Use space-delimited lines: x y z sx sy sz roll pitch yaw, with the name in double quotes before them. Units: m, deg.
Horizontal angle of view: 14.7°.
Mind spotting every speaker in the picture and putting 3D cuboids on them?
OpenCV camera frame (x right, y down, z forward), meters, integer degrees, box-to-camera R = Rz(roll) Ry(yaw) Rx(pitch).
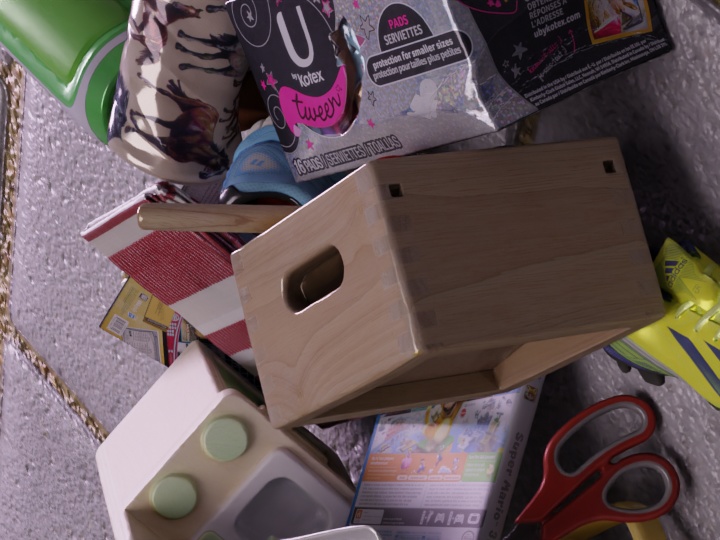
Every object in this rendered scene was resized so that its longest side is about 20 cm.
"speaker" -0.172 -0.147 1.755 0.200 0.088 0.088 43 143 48

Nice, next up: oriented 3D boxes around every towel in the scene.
"towel" -0.069 0.023 1.695 0.200 0.023 0.144 39 158 -12

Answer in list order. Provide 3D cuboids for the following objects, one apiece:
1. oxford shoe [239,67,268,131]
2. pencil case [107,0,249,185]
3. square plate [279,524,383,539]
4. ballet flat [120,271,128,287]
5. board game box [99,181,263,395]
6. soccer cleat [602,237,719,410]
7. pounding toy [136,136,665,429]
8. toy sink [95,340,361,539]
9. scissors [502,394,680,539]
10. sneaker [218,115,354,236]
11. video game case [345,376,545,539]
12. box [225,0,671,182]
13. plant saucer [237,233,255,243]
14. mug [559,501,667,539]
"oxford shoe" -0.031 -0.108 1.680 0.200 0.071 0.071 -21 96 57
"pencil case" -0.089 -0.148 1.618 0.078 0.089 0.200 -93 16 -66
"square plate" -0.018 0.239 1.573 0.200 0.028 0.198 -13 99 47
"ballet flat" -0.123 -0.006 1.883 0.200 0.070 0.067 -32 82 59
"board game box" -0.073 0.009 1.779 0.135 0.035 0.200 31 141 -4
"soccer cleat" 0.183 0.025 1.443 0.200 0.065 0.084 15 135 55
"pounding toy" 0.016 -0.004 1.478 0.200 0.184 0.142 -30 71 55
"toy sink" -0.075 0.141 1.734 0.130 0.112 0.200 40 -175 -15
"scissors" 0.088 0.145 1.563 0.073 0.200 0.014 57 177 7
"sneaker" 0.000 0.000 1.599 0.200 0.090 0.078 35 133 3
"video game case" 0.045 0.119 1.642 0.143 0.018 0.200 -6 64 57
"box" 0.042 -0.132 1.493 0.200 0.132 0.115 -13 101 58
"plant saucer" 0.000 -0.015 1.665 0.200 0.019 0.070 -5 123 34
"mug" 0.149 0.240 1.567 0.187 0.149 0.153 54 137 0
